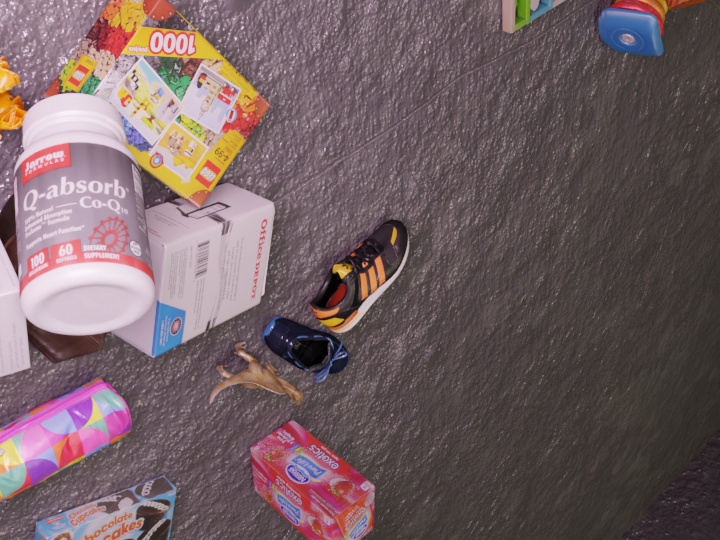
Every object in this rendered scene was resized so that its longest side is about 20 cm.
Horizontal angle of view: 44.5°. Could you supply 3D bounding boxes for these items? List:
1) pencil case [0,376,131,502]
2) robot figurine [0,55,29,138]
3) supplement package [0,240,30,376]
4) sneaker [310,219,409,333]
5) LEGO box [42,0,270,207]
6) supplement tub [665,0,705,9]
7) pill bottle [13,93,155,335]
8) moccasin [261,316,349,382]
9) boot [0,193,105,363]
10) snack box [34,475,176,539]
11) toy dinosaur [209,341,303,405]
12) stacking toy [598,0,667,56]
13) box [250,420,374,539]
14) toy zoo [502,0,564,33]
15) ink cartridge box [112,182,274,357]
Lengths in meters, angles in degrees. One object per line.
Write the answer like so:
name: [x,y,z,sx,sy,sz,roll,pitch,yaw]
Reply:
pencil case: [-0.372,0.201,1.043,0.199,0.088,0.089,-27,134,-37]
robot figurine: [-0.388,-0.110,0.778,0.200,0.058,0.145,-47,175,-19]
supplement package: [-0.416,0.045,0.791,0.198,0.110,0.115,-17,141,-30]
sneaker: [0.000,0.000,1.339,0.201,0.070,0.090,-54,146,-3]
LEGO box: [-0.214,-0.185,0.956,0.150,0.077,0.200,-56,143,-4]
supplement tub: [0.542,-0.550,1.472,0.122,0.122,0.203,-17,96,-41]
pill bottle: [-0.256,-0.053,0.808,0.114,0.202,0.116,-12,153,-6]
moccasin: [-0.075,0.132,1.347,0.199,0.068,0.081,23,98,-53]
boot: [-0.322,0.003,0.974,0.186,0.064,0.200,-40,138,-2]
snack box: [-0.353,0.370,1.219,0.199,0.037,0.117,-12,123,-44]
toy dinosaur: [-0.153,0.148,1.241,0.199,0.101,0.059,17,103,-53]
stacking toy: [0.514,-0.495,1.575,0.202,0.109,0.116,-63,146,-12]
box: [-0.076,0.342,1.383,0.095,0.199,0.101,-29,135,-35]
toy zoo: [0.294,-0.474,1.387,0.199,0.020,0.132,-36,138,-28]
ink cartridge box: [-0.200,-0.007,1.058,0.199,0.084,0.148,-29,136,-54]
